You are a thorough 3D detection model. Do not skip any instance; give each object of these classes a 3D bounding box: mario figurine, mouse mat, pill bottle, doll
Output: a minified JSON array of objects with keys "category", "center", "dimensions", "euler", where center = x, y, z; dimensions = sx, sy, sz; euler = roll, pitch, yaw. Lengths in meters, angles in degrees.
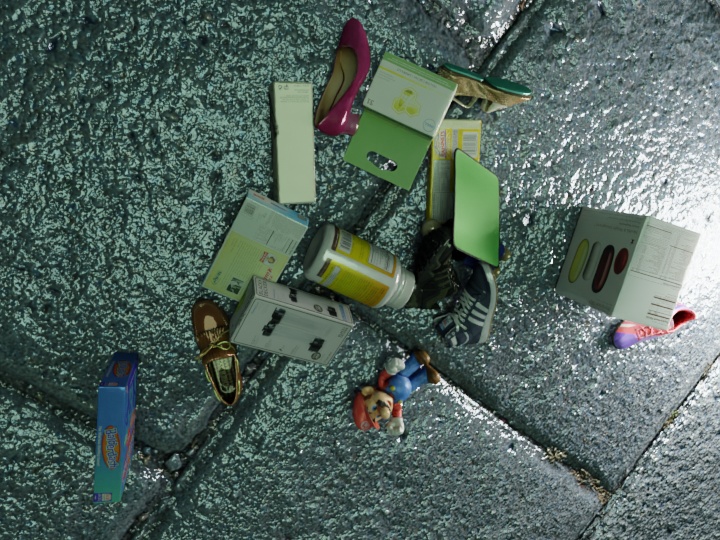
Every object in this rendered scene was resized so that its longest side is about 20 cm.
[{"category":"mario figurine","center":[0.074,0.254,1.063],"dimensions":[0.199,0.106,0.124],"euler":[-36,75,-13]},{"category":"mouse mat","center":[0.223,-0.116,1.005],"dimensions":[0.160,0.007,0.202],"euler":[20,69,-42]},{"category":"pill bottle","center":[0.000,0.000,0.987],"dimensions":[0.199,0.109,0.110],"euler":[25,94,-19]},{"category":"doll","center":[0.204,-0.047,1.054],"dimensions":[0.199,0.049,0.137],"euler":[24,106,-25]}]

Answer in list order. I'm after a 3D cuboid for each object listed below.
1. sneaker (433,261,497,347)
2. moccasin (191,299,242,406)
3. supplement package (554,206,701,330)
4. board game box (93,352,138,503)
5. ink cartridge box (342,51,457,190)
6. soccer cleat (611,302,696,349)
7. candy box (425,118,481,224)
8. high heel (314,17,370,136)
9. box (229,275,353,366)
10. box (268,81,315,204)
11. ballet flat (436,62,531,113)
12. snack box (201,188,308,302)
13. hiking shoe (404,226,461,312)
[{"category":"sneaker","center":[0.208,0.077,1.064],"dimensions":[0.107,0.070,0.202],"euler":[-10,126,-11]},{"category":"moccasin","center":[-0.263,0.151,0.962],"dimensions":[0.073,0.078,0.204],"euler":[-9,104,-14]},{"category":"supplement package","center":[0.544,-0.011,1.096],"dimensions":[0.146,0.191,0.202],"euler":[13,98,-17]},{"category":"board game box","center":[-0.417,0.262,0.904],"dimensions":[0.045,0.152,0.202],"euler":[5,101,-17]},{"category":"ink cartridge box","center":[0.068,-0.269,0.959],"dimensions":[0.144,0.048,0.202],"euler":[25,93,2]},{"category":"soccer cleat","center":[0.679,0.129,1.227],"dimensions":[0.198,0.073,0.069],"euler":[-24,107,-10]},{"category":"candy box","center":[0.182,-0.193,1.040],"dimensions":[0.101,0.026,0.202],"euler":[-2,103,-11]},{"category":"high heel","center":[-0.035,-0.335,0.904],"dimensions":[0.096,0.067,0.202],"euler":[-8,101,-53]},{"category":"box","center":[-0.126,0.096,0.967],"dimensions":[0.198,0.060,0.117],"euler":[18,120,-25]},{"category":"box","center":[-0.120,-0.220,0.921],"dimensions":[0.068,0.082,0.202],"euler":[-4,102,-15]},{"category":"ballet flat","center":[0.231,-0.341,1.012],"dimensions":[0.198,0.071,0.066],"euler":[11,126,-15]},{"category":"snack box","center":[-0.187,-0.031,0.928],"dimensions":[0.115,0.037,0.201],"euler":[25,117,-19]},{"category":"hiking shoe","center":[0.154,-0.001,1.020],"dimensions":[0.100,0.076,0.201],"euler":[10,133,-15]}]
